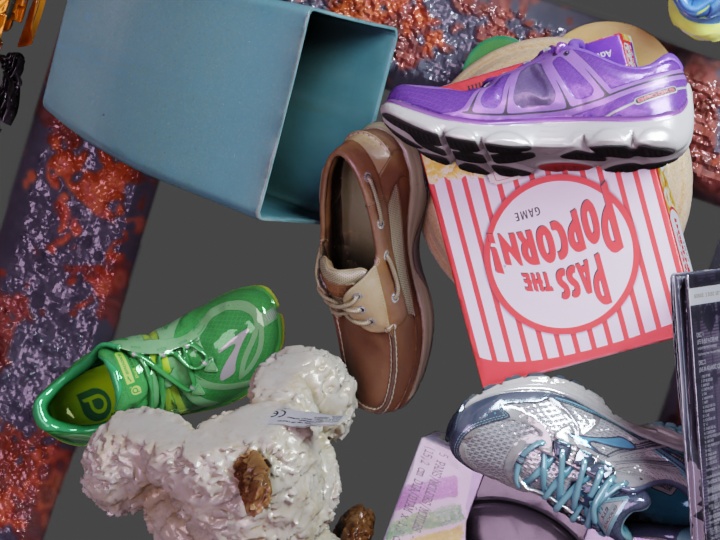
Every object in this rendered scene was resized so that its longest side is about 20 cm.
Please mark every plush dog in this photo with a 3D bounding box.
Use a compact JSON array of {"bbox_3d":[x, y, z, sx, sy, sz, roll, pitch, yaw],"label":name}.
[{"bbox_3d":[-0.067,0.171,1.701,0.199,0.161,0.173,-22,121,-12],"label":"plush dog"}]

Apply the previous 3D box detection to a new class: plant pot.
[{"bbox_3d":[-0.106,-0.126,1.745,0.199,0.141,0.142,17,96,24],"label":"plant pot"}]

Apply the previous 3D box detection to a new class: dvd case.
[{"bbox_3d":[0.239,0.098,1.648,0.016,0.148,0.201,-3,91,29],"label":"dvd case"}]

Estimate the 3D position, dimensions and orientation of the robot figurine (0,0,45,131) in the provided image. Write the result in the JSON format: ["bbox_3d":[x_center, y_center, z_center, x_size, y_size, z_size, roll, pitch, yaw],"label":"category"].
[{"bbox_3d":[-0.292,-0.177,1.835,0.144,0.058,0.201,21,97,14],"label":"robot figurine"}]

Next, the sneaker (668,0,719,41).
[{"bbox_3d":[0.254,-0.244,1.654,0.075,0.105,0.201,20,98,14],"label":"sneaker"}]

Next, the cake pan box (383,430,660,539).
[{"bbox_3d":[0.097,0.228,1.744,0.183,0.052,0.201,23,98,12],"label":"cake pan box"}]

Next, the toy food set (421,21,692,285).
[{"bbox_3d":[0.127,-0.063,1.726,0.197,0.049,0.201,-10,90,16],"label":"toy food set"}]

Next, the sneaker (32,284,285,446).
[{"bbox_3d":[-0.140,0.075,1.787,0.199,0.084,0.074,-27,84,14],"label":"sneaker"}]

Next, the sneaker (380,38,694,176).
[{"bbox_3d":[0.113,-0.107,1.628,0.199,0.081,0.084,1,75,9],"label":"sneaker"}]

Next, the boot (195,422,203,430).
[{"bbox_3d":[-0.084,0.209,1.790,0.090,0.073,0.201,7,102,8],"label":"boot"}]

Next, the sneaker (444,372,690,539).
[{"bbox_3d":[0.152,0.129,1.658,0.199,0.087,0.078,14,123,-15],"label":"sneaker"}]

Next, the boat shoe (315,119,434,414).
[{"bbox_3d":[0.000,0.000,1.730,0.075,0.074,0.201,12,111,40],"label":"boat shoe"}]

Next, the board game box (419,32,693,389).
[{"bbox_3d":[0.129,-0.038,1.676,0.151,0.046,0.201,-16,88,16],"label":"board game box"}]
